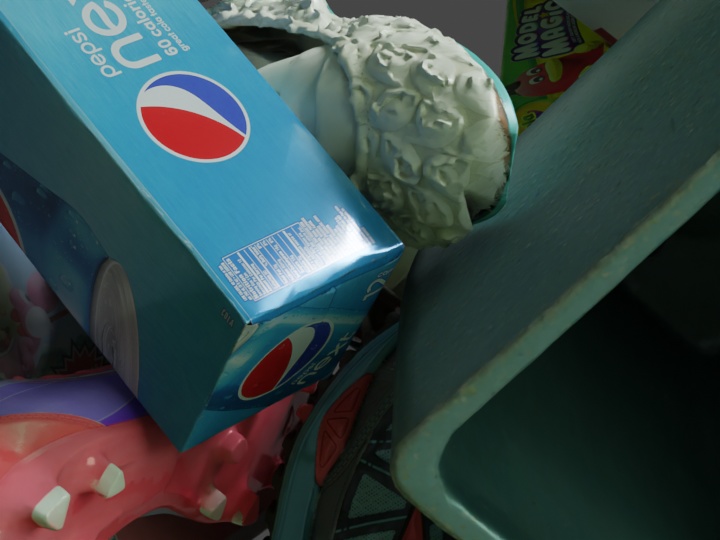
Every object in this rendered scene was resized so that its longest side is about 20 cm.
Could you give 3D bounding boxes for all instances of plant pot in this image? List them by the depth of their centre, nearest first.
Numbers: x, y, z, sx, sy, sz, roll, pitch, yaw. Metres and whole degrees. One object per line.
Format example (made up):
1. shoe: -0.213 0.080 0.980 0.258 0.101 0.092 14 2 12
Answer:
1. plant pot: 0.131 0.005 0.687 0.196 0.196 0.200 40 15 -21

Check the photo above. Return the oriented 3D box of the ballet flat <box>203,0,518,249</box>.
1. ballet flat: -0.018 -0.049 0.705 0.071 0.200 0.072 -5 105 -20

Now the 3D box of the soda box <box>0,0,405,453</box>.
1. soda box: -0.080 -0.049 0.664 0.064 0.068 0.200 -25 67 -37

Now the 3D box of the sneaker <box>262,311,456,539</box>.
1. sneaker: 0.016 0.109 0.729 0.079 0.095 0.201 24 87 -66

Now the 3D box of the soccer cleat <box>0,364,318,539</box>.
1. soccer cleat: -0.079 0.050 0.689 0.200 0.076 0.067 -24 134 -62

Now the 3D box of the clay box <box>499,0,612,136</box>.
1. clay box: 0.091 -0.047 0.888 0.200 0.047 0.115 -82 156 -55

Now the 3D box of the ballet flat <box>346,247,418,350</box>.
1. ballet flat: 0.000 0.000 0.779 0.064 0.067 0.200 -54 141 1

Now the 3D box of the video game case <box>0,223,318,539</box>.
1. video game case: -0.083 0.005 0.755 0.143 0.017 0.201 -31 102 -48

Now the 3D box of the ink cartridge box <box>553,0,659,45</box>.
1. ink cartridge box: 0.133 -0.184 0.828 0.145 0.083 0.201 26 68 -51

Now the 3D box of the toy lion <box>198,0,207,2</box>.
1. toy lion: -0.034 -0.219 0.762 0.191 0.069 0.201 -32 95 -13
